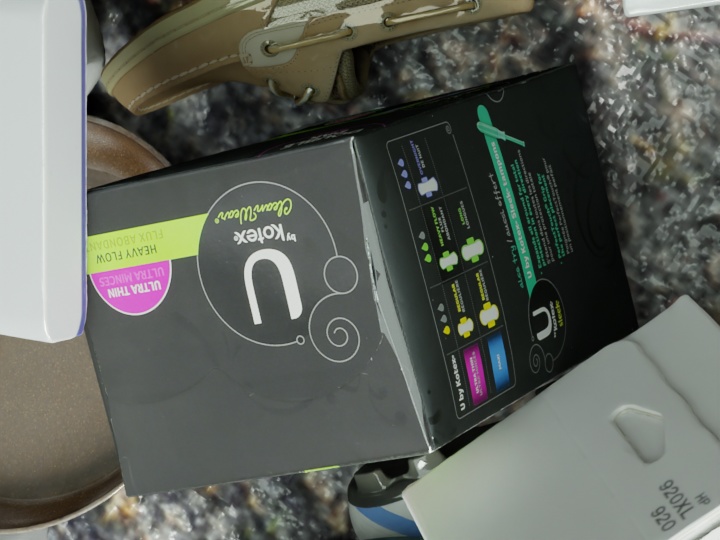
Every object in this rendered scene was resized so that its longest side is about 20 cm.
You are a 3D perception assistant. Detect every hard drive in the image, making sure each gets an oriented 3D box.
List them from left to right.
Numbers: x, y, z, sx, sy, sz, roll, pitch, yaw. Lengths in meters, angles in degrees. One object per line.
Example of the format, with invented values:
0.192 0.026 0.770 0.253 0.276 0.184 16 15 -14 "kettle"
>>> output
-0.191 -0.050 0.895 0.200 0.025 0.132 8 101 34 "hard drive"

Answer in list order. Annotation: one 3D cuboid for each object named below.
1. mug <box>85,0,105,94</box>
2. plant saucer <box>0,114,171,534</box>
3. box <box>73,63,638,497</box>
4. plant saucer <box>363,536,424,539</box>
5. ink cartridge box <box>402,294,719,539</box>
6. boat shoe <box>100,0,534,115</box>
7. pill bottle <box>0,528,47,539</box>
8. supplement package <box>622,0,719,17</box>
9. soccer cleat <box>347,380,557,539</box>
-0.201 -0.132 0.984 0.175 0.200 0.148 45 72 2 "mug"
-0.152 0.025 1.047 0.200 0.032 0.201 -6 74 20 "plant saucer"
0.000 0.000 0.917 0.148 0.200 0.125 -11 97 32 "box"
0.038 0.192 1.011 0.199 0.027 0.201 8 125 11 "plant saucer"
0.137 0.145 0.872 0.144 0.147 0.200 -34 115 0 "ink cartridge box"
-0.022 -0.103 0.986 0.200 0.071 0.065 -21 92 21 "boat shoe"
-0.262 0.131 1.081 0.200 0.114 0.115 23 107 5 "pill bottle"
0.201 -0.187 0.844 0.199 0.152 0.151 -7 98 21 "supplement package"
0.091 0.096 0.992 0.200 0.070 0.087 -17 109 25 "soccer cleat"
